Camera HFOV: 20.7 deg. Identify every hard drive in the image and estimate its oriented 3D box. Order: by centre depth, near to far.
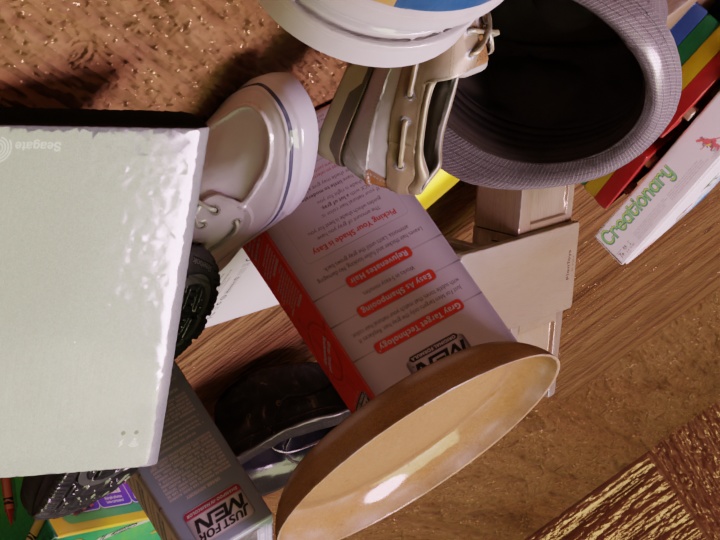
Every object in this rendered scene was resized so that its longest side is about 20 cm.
[{"bbox_3d":[-0.161,0.012,1.045,0.139,0.033,0.201,-1,113,-30],"label":"hard drive"},{"bbox_3d":[-0.065,-0.011,1.382,0.200,0.027,0.132,-18,156,-41],"label":"hard drive"}]

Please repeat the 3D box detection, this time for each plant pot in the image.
[{"bbox_3d":[0.029,0.100,1.175,0.200,0.028,0.200,-30,161,-11],"label":"plant pot"}]

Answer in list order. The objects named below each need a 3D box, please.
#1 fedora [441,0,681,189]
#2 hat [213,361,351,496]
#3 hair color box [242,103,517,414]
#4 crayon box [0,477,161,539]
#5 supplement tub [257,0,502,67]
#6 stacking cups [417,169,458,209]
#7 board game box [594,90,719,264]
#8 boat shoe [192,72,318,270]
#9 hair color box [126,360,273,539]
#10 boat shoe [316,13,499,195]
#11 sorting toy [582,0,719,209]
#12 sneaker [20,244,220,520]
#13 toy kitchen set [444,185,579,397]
[{"bbox_3d":[0.108,-0.141,1.197,0.200,0.177,0.090,-25,-151,46],"label":"fedora"},{"bbox_3d":[-0.068,0.122,1.624,0.200,0.081,0.201,-24,167,-6],"label":"hat"},{"bbox_3d":[0.000,0.000,1.237,0.101,0.200,0.061,-27,160,-20],"label":"hair color box"},{"bbox_3d":[-0.198,0.143,1.394,0.058,0.119,0.200,-42,160,24],"label":"crayon box"},{"bbox_3d":[0.030,-0.197,0.865,0.144,0.145,0.200,-23,159,-32],"label":"supplement tub"},{"bbox_3d":[0.098,-0.124,1.345,0.200,0.061,0.060,-42,162,7],"label":"stacking cups"},{"bbox_3d":[0.259,-0.096,1.413,0.126,0.035,0.200,-36,168,-43],"label":"board game box"},{"bbox_3d":[-0.089,-0.041,1.178,0.067,0.074,0.200,-24,160,-36],"label":"boat shoe"},{"bbox_3d":[-0.132,0.104,1.272,0.061,0.200,0.099,-30,162,-13],"label":"hair color box"},{"bbox_3d":[0.043,-0.134,1.108,0.075,0.068,0.200,-41,158,-55],"label":"boat shoe"},{"bbox_3d":[0.235,-0.148,1.409,0.200,0.070,0.199,-38,169,-37],"label":"sorting toy"},{"bbox_3d":[-0.158,0.057,1.185,0.076,0.091,0.200,5,116,-60],"label":"sneaker"},{"bbox_3d":[0.049,0.001,1.544,0.163,0.180,0.201,-16,116,-51],"label":"toy kitchen set"}]
